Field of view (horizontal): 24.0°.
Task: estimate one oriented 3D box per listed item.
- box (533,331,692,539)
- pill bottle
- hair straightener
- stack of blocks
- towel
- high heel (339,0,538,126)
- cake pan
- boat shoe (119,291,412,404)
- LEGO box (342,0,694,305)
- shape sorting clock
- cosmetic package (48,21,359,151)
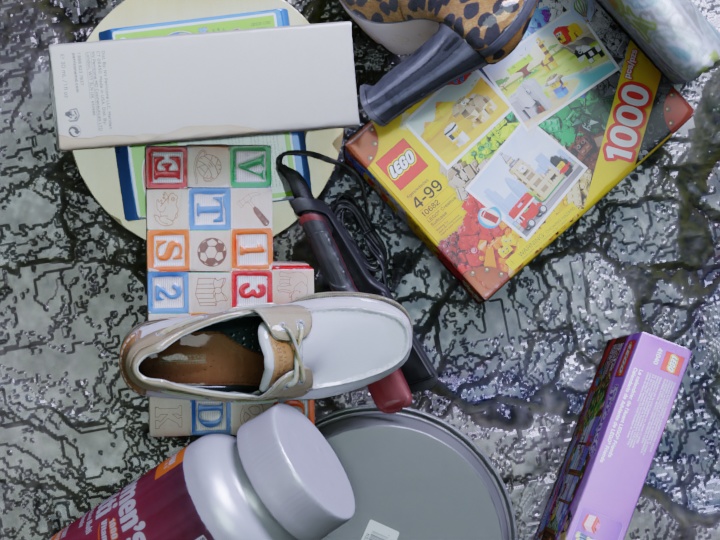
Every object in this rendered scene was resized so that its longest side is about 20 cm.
[{"bbox_3d":[0.163,0.142,1.159,0.039,0.137,0.200,21,85,0],"label":"box"},{"bbox_3d":[-0.110,0.179,1.139,0.200,0.110,0.110,-35,87,14],"label":"pill bottle"},{"bbox_3d":[0.000,0.000,1.212,0.077,0.041,0.200,-30,91,-47],"label":"hair straightener"},{"bbox_3d":[-0.092,0.012,1.181,0.115,0.059,0.200,-1,94,-8],"label":"stack of blocks"},{"bbox_3d":[0.179,-0.203,1.158,0.048,0.200,0.171,-43,89,10],"label":"towel"},{"bbox_3d":[0.054,-0.204,1.169,0.143,0.071,0.200,-32,47,25],"label":"high heel"},{"bbox_3d":[0.014,0.195,1.201,0.200,0.037,0.200,0,86,-1],"label":"cake pan"},{"bbox_3d":[-0.059,0.057,1.124,0.200,0.068,0.075,-8,95,-8],"label":"boat shoe"},{"bbox_3d":[0.110,-0.096,1.205,0.200,0.077,0.149,-42,88,-4],"label":"LEGO box"},{"bbox_3d":[-0.111,-0.112,1.220,0.200,0.039,0.200,-1,94,-8],"label":"shape sorting clock"},{"bbox_3d":[-0.107,-0.125,1.149,0.200,0.104,0.073,-5,96,-6],"label":"cosmetic package"}]
